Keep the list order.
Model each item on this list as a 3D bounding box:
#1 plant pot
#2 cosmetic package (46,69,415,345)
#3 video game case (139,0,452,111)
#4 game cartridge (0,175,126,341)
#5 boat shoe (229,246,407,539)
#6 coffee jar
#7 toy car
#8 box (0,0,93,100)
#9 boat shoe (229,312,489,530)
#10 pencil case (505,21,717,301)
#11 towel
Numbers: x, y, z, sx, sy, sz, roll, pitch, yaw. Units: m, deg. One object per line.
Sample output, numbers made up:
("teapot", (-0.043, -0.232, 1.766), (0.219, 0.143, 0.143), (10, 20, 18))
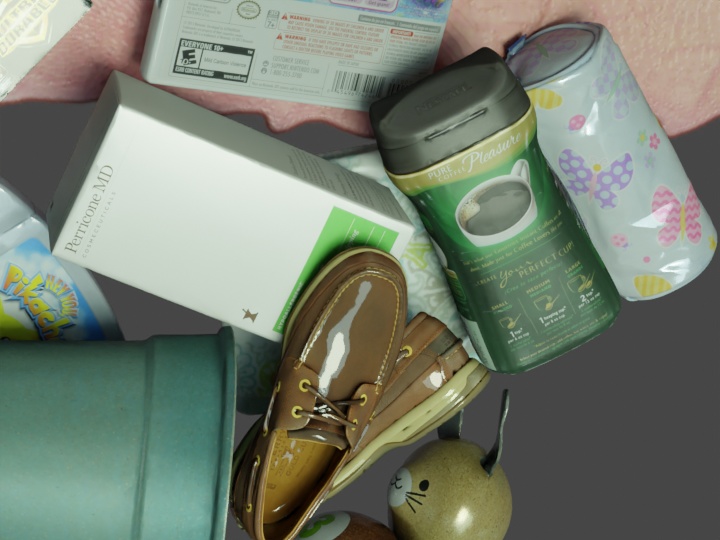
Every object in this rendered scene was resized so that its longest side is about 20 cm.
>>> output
("plant pot", (-0.183, 0.123, 1.086), (0.196, 0.200, 0.200), (6, 107, -8))
("cosmetic package", (-0.082, -0.032, 1.113), (0.200, 0.085, 0.108), (20, 106, -19))
("video game case", (-0.027, -0.195, 1.132), (0.200, 0.024, 0.182), (5, 111, -29))
("game cartridge", (-0.231, 0.037, 1.158), (0.133, 0.040, 0.200), (-35, 116, -9))
("boat shoe", (-0.021, 0.082, 1.089), (0.072, 0.068, 0.200), (19, 110, -17))
("coffee jar", (0.086, -0.039, 1.163), (0.104, 0.085, 0.200), (-26, 113, 1))
("toy car", (0.041, 0.163, 1.234), (0.158, 0.164, 0.200), (24, 90, -25))
("box", (-0.247, -0.109, 1.032), (0.200, 0.159, 0.046), (-46, 114, 1))
("boat shoe", (-0.011, 0.100, 1.182), (0.200, 0.072, 0.068), (-36, 91, 18))
("pencil case", (0.169, -0.073, 1.229), (0.091, 0.083, 0.200), (-45, 118, -17))
("towel", (0.000, 0.000, 1.220), (0.200, 0.048, 0.171), (-12, 109, -15))
